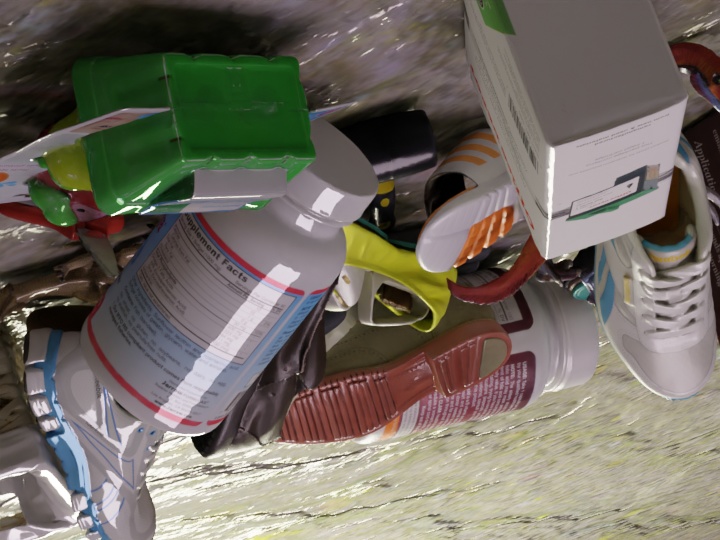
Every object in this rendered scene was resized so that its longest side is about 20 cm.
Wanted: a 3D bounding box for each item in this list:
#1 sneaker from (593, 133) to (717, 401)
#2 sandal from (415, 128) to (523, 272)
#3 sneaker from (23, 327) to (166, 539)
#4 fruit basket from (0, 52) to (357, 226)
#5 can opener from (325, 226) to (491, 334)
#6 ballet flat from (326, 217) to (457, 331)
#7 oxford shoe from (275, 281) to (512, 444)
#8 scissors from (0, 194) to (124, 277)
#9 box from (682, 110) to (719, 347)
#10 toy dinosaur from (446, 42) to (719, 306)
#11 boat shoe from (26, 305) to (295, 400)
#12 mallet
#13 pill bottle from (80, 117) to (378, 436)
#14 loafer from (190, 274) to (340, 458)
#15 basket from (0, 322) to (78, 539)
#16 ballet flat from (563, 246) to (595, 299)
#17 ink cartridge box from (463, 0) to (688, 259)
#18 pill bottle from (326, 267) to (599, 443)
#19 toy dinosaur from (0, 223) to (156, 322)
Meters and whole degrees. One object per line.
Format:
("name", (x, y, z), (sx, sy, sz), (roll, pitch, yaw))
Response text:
("sneaker", (0.191, -0.002, 1.586), (0.076, 0.201, 0.081), (-15, -157, -4))
("sandal", (0.090, -0.063, 1.660), (0.206, 0.059, 0.079), (-30, 158, -45))
("sneaker", (-0.159, 0.117, 1.668), (0.086, 0.075, 0.201), (-8, 134, 10))
("fruit basket", (-0.128, -0.059, 1.394), (0.199, 0.094, 0.185), (-26, 165, 40))
("can opener", (0.005, 0.014, 1.782), (0.199, 0.067, 0.053), (-11, 162, -22))
("ballet flat", (0.000, 0.000, 1.683), (0.067, 0.067, 0.200), (6, 171, 37))
("oxford shoe", (0.008, 0.068, 1.808), (0.199, 0.074, 0.071), (-18, 141, -10))
("scissors", (-0.151, -0.021, 1.434), (0.073, 0.014, 0.200), (4, -169, -29))
("box", (0.350, -0.052, 1.767), (0.164, 0.167, 0.200), (1, 155, -44))
("toy dinosaur", (0.174, -0.061, 1.623), (0.199, 0.105, 0.182), (-16, 130, -41))
("boat shoe", (-0.142, 0.079, 1.717), (0.199, 0.074, 0.070), (15, 113, -14))
("mallet", (0.024, -0.061, 1.640), (0.065, 0.041, 0.200), (-16, 167, 3))
("pill bottle", (-0.079, -0.002, 1.526), (0.108, 0.109, 0.200), (6, 130, -52))
("loafer", (-0.054, 0.043, 1.642), (0.071, 0.073, 0.200), (2, 135, -31))
("basket", (-0.282, 0.120, 1.724), (0.135, 0.124, 0.200), (-18, 163, -4))
("ballet flat", (0.214, -0.011, 1.918), (0.073, 0.073, 0.199), (-31, 158, 34))
("ink cartridge box", (0.117, -0.111, 1.397), (0.084, 0.147, 0.200), (-19, 163, -2))
("pill bottle", (0.077, 0.061, 1.918), (0.199, 0.115, 0.114), (-11, 161, -21))
("toy dinosaur", (-0.157, 0.006, 1.655), (0.199, 0.059, 0.101), (1, 170, -40))
